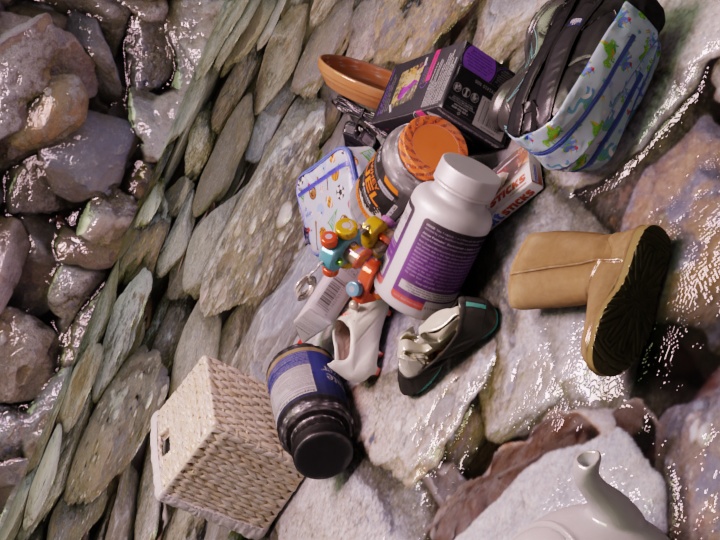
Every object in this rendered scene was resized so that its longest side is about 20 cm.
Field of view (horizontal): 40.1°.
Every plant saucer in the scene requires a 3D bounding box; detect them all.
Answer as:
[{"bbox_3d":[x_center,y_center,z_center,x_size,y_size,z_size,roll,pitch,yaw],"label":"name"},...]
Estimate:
[{"bbox_3d":[0.022,-0.296,1.594,0.200,0.199,0.038,-120,46,-60],"label":"plant saucer"}]

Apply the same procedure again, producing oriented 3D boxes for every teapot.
[{"bbox_3d":[0.175,0.289,0.847,0.197,0.145,0.201,-40,36,43],"label":"teapot"}]

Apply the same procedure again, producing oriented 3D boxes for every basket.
[{"bbox_3d":[-0.201,0.273,1.536,0.161,0.199,0.199,-50,29,17],"label":"basket"}]

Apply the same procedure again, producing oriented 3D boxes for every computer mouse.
[{"bbox_3d":[0.029,-0.199,1.603,0.140,0.201,0.046,32,64,29],"label":"computer mouse"}]

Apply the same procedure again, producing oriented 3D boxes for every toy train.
[{"bbox_3d":[0.000,0.000,1.341,0.055,0.200,0.151,32,106,26],"label":"toy train"}]

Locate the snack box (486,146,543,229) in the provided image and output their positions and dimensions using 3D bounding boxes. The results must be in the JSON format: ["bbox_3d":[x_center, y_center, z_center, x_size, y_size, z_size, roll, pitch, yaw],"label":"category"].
[{"bbox_3d":[0.167,-0.086,1.325,0.200,0.024,0.072,-41,37,41],"label":"snack box"}]

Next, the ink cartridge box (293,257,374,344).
[{"bbox_3d":[-0.055,0.034,1.534,0.163,0.057,0.200,-58,13,-26],"label":"ink cartridge box"}]

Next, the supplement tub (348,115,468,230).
[{"bbox_3d":[0.068,-0.127,1.395,0.200,0.122,0.123,130,154,-59],"label":"supplement tub"}]

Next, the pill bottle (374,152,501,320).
[{"bbox_3d":[0.103,-0.045,1.277,0.112,0.111,0.201,-111,40,-56],"label":"pill bottle"}]

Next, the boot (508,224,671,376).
[{"bbox_3d":[0.230,0.031,1.066,0.200,0.066,0.176,-5,52,61],"label":"boot"}]

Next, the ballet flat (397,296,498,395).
[{"bbox_3d":[0.091,0.091,1.268,0.200,0.068,0.068,-46,36,36],"label":"ballet flat"}]

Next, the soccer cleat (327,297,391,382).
[{"bbox_3d":[0.001,0.066,1.453,0.069,0.077,0.201,-31,42,50],"label":"soccer cleat"}]

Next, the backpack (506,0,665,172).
[{"bbox_3d":[0.257,-0.214,1.154,0.200,0.154,0.163,-50,23,-19],"label":"backpack"}]

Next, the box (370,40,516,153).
[{"bbox_3d":[0.124,-0.239,1.426,0.200,0.122,0.107,1,66,63],"label":"box"}]

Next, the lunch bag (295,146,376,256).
[{"bbox_3d":[-0.035,-0.115,1.612,0.200,0.075,0.161,-24,78,56],"label":"lunch bag"}]

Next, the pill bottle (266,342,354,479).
[{"bbox_3d":[-0.071,0.204,1.434,0.112,0.111,0.200,-56,28,20],"label":"pill bottle"}]

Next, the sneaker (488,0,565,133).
[{"bbox_3d":[0.246,-0.262,1.294,0.079,0.075,0.201,46,117,49],"label":"sneaker"}]
